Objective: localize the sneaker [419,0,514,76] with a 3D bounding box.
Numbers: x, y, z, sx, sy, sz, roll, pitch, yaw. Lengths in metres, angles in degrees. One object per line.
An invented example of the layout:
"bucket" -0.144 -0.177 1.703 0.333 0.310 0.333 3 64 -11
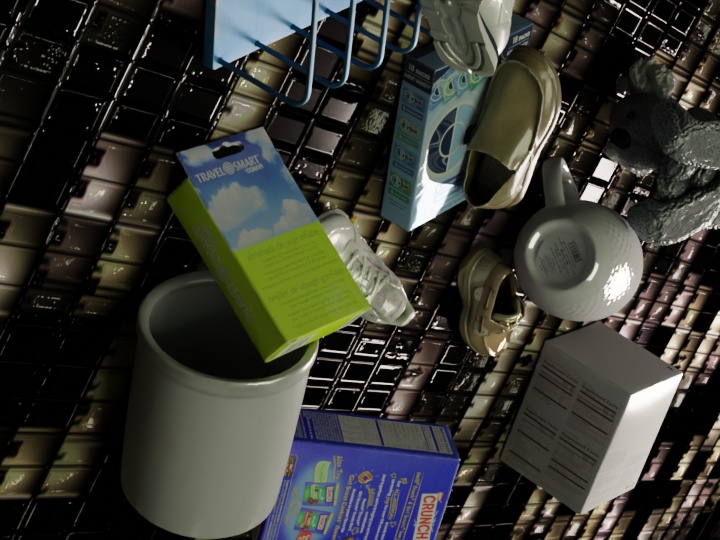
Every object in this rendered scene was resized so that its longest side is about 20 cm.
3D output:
"sneaker" 0.093 -0.255 1.482 0.081 0.076 0.200 -58 158 -23

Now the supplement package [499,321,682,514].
"supplement package" 0.323 0.204 2.430 0.152 0.151 0.200 -14 130 -50

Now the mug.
"mug" 0.252 -0.039 2.091 0.175 0.147 0.200 9 70 -73

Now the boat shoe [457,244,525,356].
"boat shoe" 0.166 0.050 2.129 0.072 0.065 0.200 -44 148 -23

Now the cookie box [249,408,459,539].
"cookie box" -0.009 0.248 1.935 0.200 0.075 0.171 8 118 -14

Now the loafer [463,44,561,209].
"loafer" 0.157 -0.142 1.828 0.067 0.076 0.200 -38 146 -45

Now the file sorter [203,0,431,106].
"file sorter" -0.021 -0.246 1.501 0.200 0.123 0.139 -32 143 -39

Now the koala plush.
"koala plush" 0.380 -0.154 2.135 0.183 0.200 0.178 -10 124 -30

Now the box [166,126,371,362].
"box" -0.088 -0.026 1.580 0.122 0.200 0.048 -22 168 -47

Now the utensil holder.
"utensil holder" -0.140 0.128 1.640 0.170 0.170 0.200 -26 141 -43

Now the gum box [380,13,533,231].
"gum box" 0.103 -0.161 1.851 0.170 0.045 0.200 -29 139 -41

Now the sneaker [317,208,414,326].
"sneaker" 0.000 0.000 1.794 0.075 0.100 0.200 -53 149 -3
